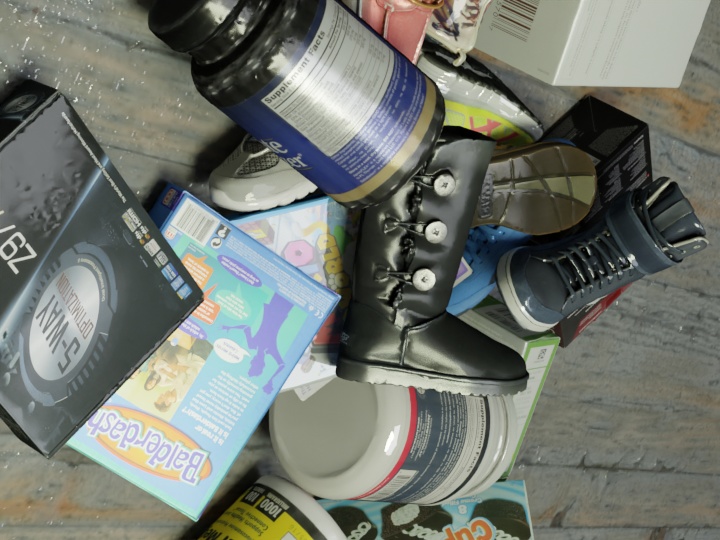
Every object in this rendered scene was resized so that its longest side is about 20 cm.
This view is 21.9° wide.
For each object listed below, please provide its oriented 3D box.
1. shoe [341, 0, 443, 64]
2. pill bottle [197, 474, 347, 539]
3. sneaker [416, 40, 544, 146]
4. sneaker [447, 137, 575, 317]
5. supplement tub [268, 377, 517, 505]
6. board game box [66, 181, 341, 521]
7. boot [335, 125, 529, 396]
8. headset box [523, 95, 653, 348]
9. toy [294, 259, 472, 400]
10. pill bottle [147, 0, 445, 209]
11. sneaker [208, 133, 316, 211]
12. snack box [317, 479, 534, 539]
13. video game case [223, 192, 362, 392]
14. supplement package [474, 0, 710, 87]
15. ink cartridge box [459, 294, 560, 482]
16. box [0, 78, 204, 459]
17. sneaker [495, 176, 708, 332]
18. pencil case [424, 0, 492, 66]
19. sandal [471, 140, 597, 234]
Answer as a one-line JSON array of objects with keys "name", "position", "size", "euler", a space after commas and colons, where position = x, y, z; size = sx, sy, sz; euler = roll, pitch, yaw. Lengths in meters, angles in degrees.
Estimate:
[{"name": "shoe", "position": [0.044, -0.212, 1.327], "size": [0.071, 0.091, 0.201], "euler": [-21, 124, -47]}, {"name": "pill bottle", "position": [-0.108, 0.275, 1.558], "size": [0.200, 0.112, 0.113], "euler": [-44, 143, -22]}, {"name": "sneaker", "position": [0.076, -0.127, 1.534], "size": [0.090, 0.078, 0.200], "euler": [-51, 146, 14]}, {"name": "sneaker", "position": [0.112, -0.039, 1.609], "size": [0.200, 0.066, 0.078], "euler": [-46, 161, 12]}, {"name": "supplement tub", "position": [0.031, 0.129, 1.592], "size": [0.200, 0.140, 0.141], "euler": [13, 105, -52]}, {"name": "board game box", "position": [-0.131, 0.060, 1.366], "size": [0.152, 0.045, 0.200], "euler": [35, 86, -25]}, {"name": "boot", "position": [0.071, -0.010, 1.426], "size": [0.164, 0.066, 0.201], "euler": [6, 99, -24]}, {"name": "headset box", "position": [0.204, -0.038, 1.751], "size": [0.149, 0.077, 0.200], "euler": [-42, 143, -23]}, {"name": "toy", "position": [0.000, 0.000, 1.490], "size": [0.200, 0.115, 0.047], "euler": [-36, -177, -33]}, {"name": "pill bottle", "position": [-0.044, -0.139, 1.279], "size": [0.200, 0.112, 0.112], "euler": [37, 84, -29]}, {"name": "sneaker", "position": [-0.048, -0.119, 1.389], "size": [0.200, 0.074, 0.082], "euler": [-45, 131, -33]}, {"name": "snack box", "position": [0.055, 0.250, 1.653], "size": [0.199, 0.117, 0.037], "euler": [-6, 135, 0]}, {"name": "video game case", "position": [-0.038, 0.016, 1.431], "size": [0.199, 0.018, 0.144], "euler": [-14, 107, -20]}, {"name": "supplement package", "position": [0.191, -0.227, 1.552], "size": [0.200, 0.117, 0.117], "euler": [-5, 119, -50]}, {"name": "ink cartridge box", "position": [0.099, 0.128, 1.718], "size": [0.059, 0.104, 0.201], "euler": [-6, 121, -50]}, {"name": "box", "position": [-0.213, 0.000, 1.232], "size": [0.160, 0.043, 0.200], "euler": [-46, 128, -19]}, {"name": "sneaker", "position": [0.207, -0.017, 1.572], "size": [0.146, 0.077, 0.202], "euler": [-31, 174, 32]}, {"name": "pencil case", "position": [0.095, -0.258, 1.430], "size": [0.201, 0.089, 0.078], "euler": [-59, 161, -1]}, {"name": "sandal", "position": [0.104, -0.068, 1.522], "size": [0.199, 0.055, 0.082], "euler": [-11, 122, -22]}]
